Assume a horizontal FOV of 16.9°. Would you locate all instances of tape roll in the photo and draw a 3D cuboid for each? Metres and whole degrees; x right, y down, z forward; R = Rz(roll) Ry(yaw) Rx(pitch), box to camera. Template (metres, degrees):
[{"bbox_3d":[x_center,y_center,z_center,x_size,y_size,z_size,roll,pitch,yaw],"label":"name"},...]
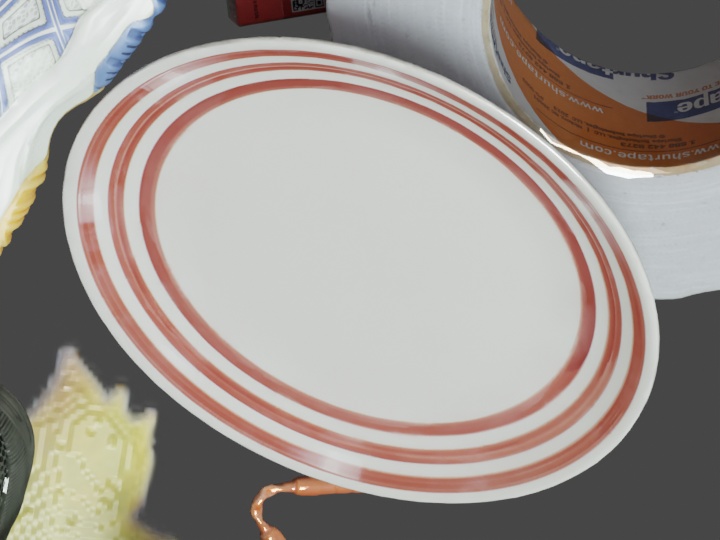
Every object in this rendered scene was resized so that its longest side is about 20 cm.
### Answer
[{"bbox_3d":[0.091,-0.091,0.751,0.200,0.066,0.201,3,122,4],"label":"tape roll"}]

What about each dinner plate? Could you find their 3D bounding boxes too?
[{"bbox_3d":[0.000,0.000,0.776,0.200,0.024,0.200,14,139,13],"label":"dinner plate"}]

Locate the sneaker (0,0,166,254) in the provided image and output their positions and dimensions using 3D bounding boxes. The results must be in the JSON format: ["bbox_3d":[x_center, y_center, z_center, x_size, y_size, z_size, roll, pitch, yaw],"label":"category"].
[{"bbox_3d":[-0.117,-0.084,0.749,0.088,0.075,0.200,30,96,-20],"label":"sneaker"}]

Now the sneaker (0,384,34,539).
[{"bbox_3d":[-0.167,0.134,0.773,0.076,0.114,0.200,20,101,12],"label":"sneaker"}]

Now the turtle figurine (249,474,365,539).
[{"bbox_3d":[-0.052,0.156,0.828,0.200,0.064,0.162,-24,131,-40],"label":"turtle figurine"}]

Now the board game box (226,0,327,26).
[{"bbox_3d":[-0.004,-0.185,0.779,0.103,0.019,0.201,-11,109,-13],"label":"board game box"}]
